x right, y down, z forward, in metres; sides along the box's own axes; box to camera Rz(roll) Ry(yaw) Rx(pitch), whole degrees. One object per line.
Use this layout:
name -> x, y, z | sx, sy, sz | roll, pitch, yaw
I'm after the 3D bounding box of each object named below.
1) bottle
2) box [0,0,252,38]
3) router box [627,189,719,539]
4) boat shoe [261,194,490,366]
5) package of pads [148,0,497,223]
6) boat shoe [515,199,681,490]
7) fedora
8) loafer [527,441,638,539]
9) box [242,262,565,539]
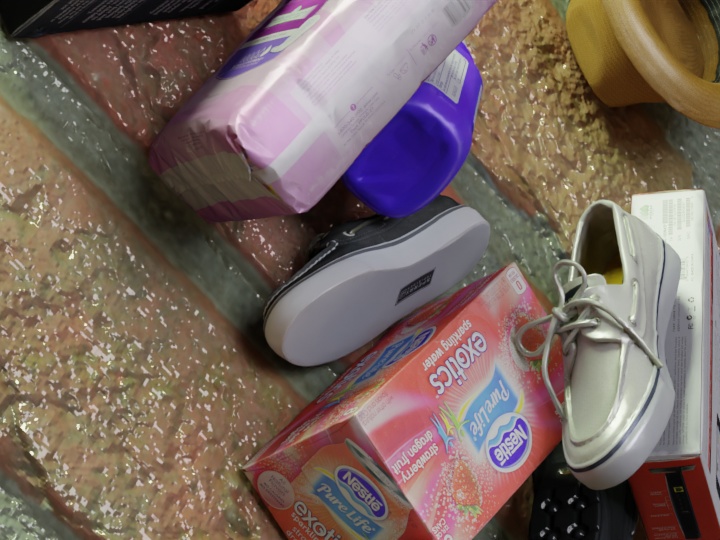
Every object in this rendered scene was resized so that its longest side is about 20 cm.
bottle -> 0.035, -0.102, 1.534 | 0.065, 0.084, 0.200 | 39, 23, -10
box -> -0.129, -0.227, 1.441 | 0.200, 0.104, 0.148 | -16, 79, -50
router box -> 0.206, 0.082, 1.585 | 0.180, 0.049, 0.201 | 67, 23, -50
boat shoe -> 0.000, 0.000, 1.482 | 0.057, 0.069, 0.200 | 36, 35, 22
package of pads -> -0.020, -0.114, 1.421 | 0.200, 0.120, 0.076 | -48, 112, -22
boat shoe -> 0.134, 0.030, 1.440 | 0.086, 0.074, 0.202 | 43, 40, -24
fedora -> 0.203, -0.172, 1.782 | 0.200, 0.082, 0.201 | 31, 42, -33
loafer -> 0.139, 0.131, 1.549 | 0.201, 0.068, 0.071 | -77, 154, -46
box -> 0.039, 0.093, 1.432 | 0.103, 0.095, 0.200 | 58, 39, -6
